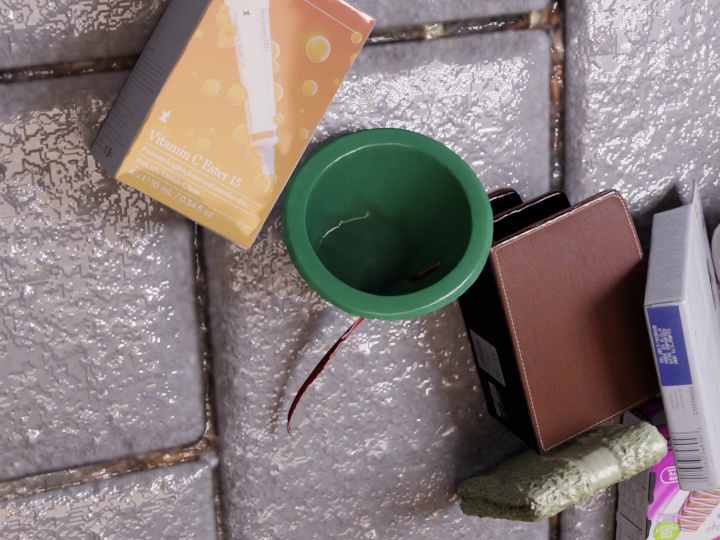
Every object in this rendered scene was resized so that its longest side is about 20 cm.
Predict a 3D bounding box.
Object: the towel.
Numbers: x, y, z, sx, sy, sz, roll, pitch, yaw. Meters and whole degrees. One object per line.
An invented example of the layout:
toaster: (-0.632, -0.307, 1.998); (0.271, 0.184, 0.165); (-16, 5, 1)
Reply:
towel: (0.168, 0.172, 1.295); (0.147, 0.200, 0.037); (-24, 91, -15)

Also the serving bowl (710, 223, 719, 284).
serving bowl: (0.410, 0.014, 1.339); (0.066, 0.200, 0.201); (-38, 116, -16)

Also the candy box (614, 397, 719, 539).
candy box: (0.318, 0.222, 1.441); (0.135, 0.061, 0.202); (-7, 110, -20)

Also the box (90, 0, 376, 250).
box: (-0.099, -0.140, 1.139); (0.124, 0.097, 0.201); (27, 95, -26)

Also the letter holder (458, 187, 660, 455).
letter holder: (0.170, 0.029, 1.300); (0.141, 0.100, 0.202); (-24, 114, -15)

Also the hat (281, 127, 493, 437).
hat: (0.000, 0.000, 1.261); (0.198, 0.176, 0.167); (-24, 71, -18)

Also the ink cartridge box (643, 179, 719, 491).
ink cartridge box: (0.289, 0.055, 1.322); (0.043, 0.201, 0.198); (-7, 120, 19)
